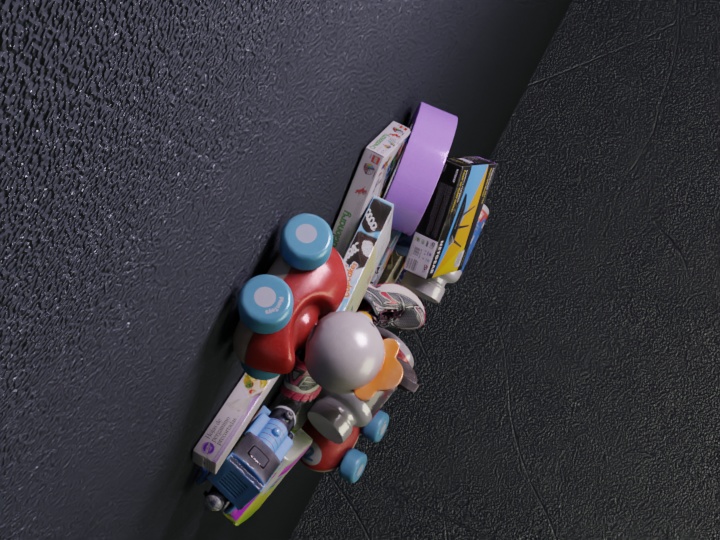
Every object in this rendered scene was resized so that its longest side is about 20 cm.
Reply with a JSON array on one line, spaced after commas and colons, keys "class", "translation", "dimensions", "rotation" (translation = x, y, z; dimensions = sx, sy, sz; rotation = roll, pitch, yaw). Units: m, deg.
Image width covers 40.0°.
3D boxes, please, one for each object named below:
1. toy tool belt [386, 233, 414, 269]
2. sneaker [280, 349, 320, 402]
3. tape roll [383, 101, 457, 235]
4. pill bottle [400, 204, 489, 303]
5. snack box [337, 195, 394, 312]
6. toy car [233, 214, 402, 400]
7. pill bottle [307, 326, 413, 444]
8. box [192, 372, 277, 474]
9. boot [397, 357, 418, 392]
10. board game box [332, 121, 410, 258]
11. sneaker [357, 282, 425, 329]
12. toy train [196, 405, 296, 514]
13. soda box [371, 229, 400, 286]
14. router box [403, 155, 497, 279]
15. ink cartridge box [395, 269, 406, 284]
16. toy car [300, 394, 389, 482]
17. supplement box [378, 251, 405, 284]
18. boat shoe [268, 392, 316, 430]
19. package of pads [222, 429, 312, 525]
[{"class": "toy tool belt", "translation": [0.088, -0.101, 1.721], "dimensions": [0.201, 0.124, 0.123], "rotation": [109, 4, -45]}, {"class": "sneaker", "translation": [-0.066, 0.141, 1.660], "dimensions": [0.200, 0.080, 0.075], "rotation": [-54, 159, -57]}, {"class": "tape roll", "translation": [0.087, -0.160, 1.561], "dimensions": [0.200, 0.065, 0.202], "rotation": [-158, -90, -86]}, {"class": "pill bottle", "translation": [0.153, -0.046, 1.852], "dimensions": [0.112, 0.111, 0.202], "rotation": [64, 50, -80]}, {"class": "snack box", "translation": [-0.007, 0.005, 1.437], "dimensions": [0.116, 0.037, 0.201], "rotation": [94, 20, -65]}, {"class": "toy car", "translation": [-0.032, 0.070, 1.176], "dimensions": [0.178, 0.199, 0.185], "rotation": [-58, 172, -26]}, {"class": "pill bottle", "translation": [-0.003, 0.205, 1.750], "dimensions": [0.200, 0.110, 0.111], "rotation": [-48, 167, -26]}, {"class": "box", "translation": [-0.163, 0.185, 1.365], "dimensions": [0.201, 0.038, 0.042], "rotation": [-58, 170, -31]}, {"class": "boot", "translation": [-0.001, 0.128, 1.572], "dimensions": [0.070, 0.173, 0.200], "rotation": [-59, -159, 7]}, {"class": "board game box", "translation": [0.008, -0.112, 1.474], "dimensions": [0.201, 0.034, 0.126], "rotation": [-67, 172, 31]}, {"class": "sneaker", "translation": [0.025, 0.064, 1.627], "dimensions": [0.081, 0.199, 0.075], "rotation": [-54, -143, 25]}, {"class": "toy train", "translation": [-0.157, 0.270, 1.439], "dimensions": [0.114, 0.087, 0.200], "rotation": [-42, -176, 32]}, {"class": "soda box", "translation": [0.000, 0.000, 1.673], "dimensions": [0.064, 0.068, 0.201], "rotation": [-50, 167, -57]}, {"class": "router box", "translation": [0.154, -0.093, 1.678], "dimensions": [0.149, 0.051, 0.202], "rotation": [-15, 126, -59]}, {"class": "ink cartridge box", "translation": [0.089, -0.065, 1.949], "dimensions": [0.201, 0.093, 0.044], "rotation": [-63, 172, 6]}, {"class": "toy car", "translation": [-0.063, 0.270, 1.863], "dimensions": [0.178, 0.183, 0.201], "rotation": [-57, 159, -26]}, {"class": "supplement box", "translation": [0.007, 0.043, 1.853], "dimensions": [0.201, 0.073, 0.126], "rotation": [-60, 172, -13]}, {"class": "boat shoe", "translation": [-0.099, 0.192, 1.762], "dimensions": [0.075, 0.064, 0.203], "rotation": [82, 28, -49]}, {"class": "package of pads", "translation": [-0.167, 0.346, 1.697], "dimensions": [0.155, 0.068, 0.200], "rotation": [-50, 173, 7]}]
